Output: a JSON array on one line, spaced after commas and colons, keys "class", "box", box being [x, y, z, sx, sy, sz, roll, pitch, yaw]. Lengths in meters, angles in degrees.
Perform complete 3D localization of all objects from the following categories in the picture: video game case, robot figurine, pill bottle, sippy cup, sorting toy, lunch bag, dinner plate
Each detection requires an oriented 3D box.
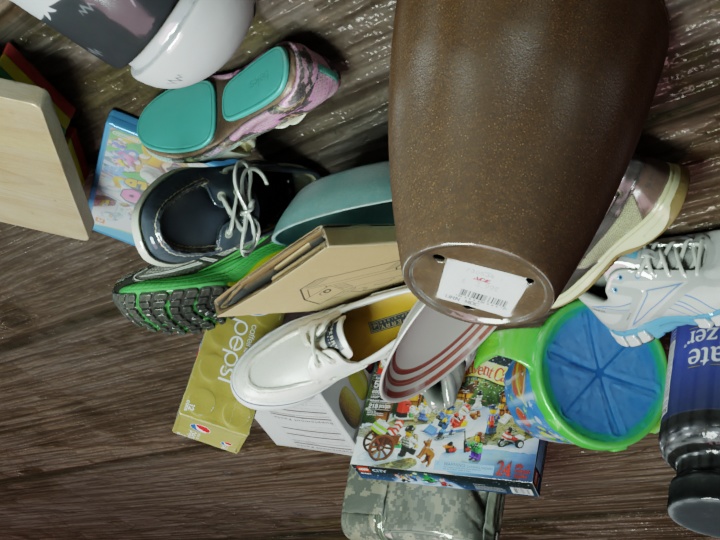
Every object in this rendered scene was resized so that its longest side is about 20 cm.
[{"class": "video game case", "box": [-0.180, -0.066, 1.038, 0.141, 0.018, 0.200, 21, 151, -10]}, {"class": "robot figurine", "box": [-0.154, -0.202, 0.686, 0.199, 0.151, 0.125, 31, 106, -26]}, {"class": "pill bottle", "box": [0.305, 0.109, 0.912, 0.110, 0.203, 0.112, 12, 151, 7]}, {"class": "sippy cup", "box": [0.201, 0.106, 1.047, 0.179, 0.139, 0.130, 54, 160, 3]}, {"class": "sorting toy", "box": [-0.333, -0.126, 0.956, 0.197, 0.070, 0.200, 13, 151, 6]}, {"class": "lunch bag", "box": [0.087, 0.225, 1.224, 0.166, 0.203, 0.139, -10, 144, 40]}, {"class": "dinner plate", "box": [0.083, 0.029, 0.922, 0.024, 0.200, 0.201, 42, 159, 21]}]

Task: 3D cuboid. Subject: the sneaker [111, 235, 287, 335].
[{"class": "sneaker", "box": [-0.124, -0.005, 0.983, 0.197, 0.086, 0.078, -17, 151, -12]}]

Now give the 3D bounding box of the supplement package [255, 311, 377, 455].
[{"class": "supplement package", "box": [-0.059, 0.101, 1.169, 0.108, 0.115, 0.201, 4, 151, 21]}]

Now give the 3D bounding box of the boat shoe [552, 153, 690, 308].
[{"class": "boat shoe", "box": [0.177, -0.035, 0.872, 0.064, 0.074, 0.200, 30, 144, -8]}]

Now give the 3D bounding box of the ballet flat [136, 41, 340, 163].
[{"class": "ballet flat", "box": [-0.092, -0.121, 0.861, 0.198, 0.070, 0.071, -15, 159, 43]}]

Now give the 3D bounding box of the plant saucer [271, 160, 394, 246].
[{"class": "plant saucer", "box": [0.026, -0.055, 0.867, 0.196, 0.037, 0.200, -9, 174, -1]}]

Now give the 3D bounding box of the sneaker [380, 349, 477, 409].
[{"class": "sneaker", "box": [0.040, 0.067, 1.099, 0.199, 0.082, 0.075, 37, 146, -31]}]

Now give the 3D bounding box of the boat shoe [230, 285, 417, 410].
[{"class": "boat shoe", "box": [-0.022, 0.063, 0.955, 0.197, 0.072, 0.070, -19, 165, -1]}]

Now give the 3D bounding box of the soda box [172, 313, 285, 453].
[{"class": "soda box", "box": [-0.111, 0.060, 1.033, 0.067, 0.203, 0.064, 19, 154, -7]}]

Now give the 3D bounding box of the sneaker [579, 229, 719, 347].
[{"class": "sneaker", "box": [0.244, 0.003, 0.898, 0.086, 0.076, 0.200, 32, 147, -17]}]

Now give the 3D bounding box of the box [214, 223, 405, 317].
[{"class": "box", "box": [0.000, 0.000, 0.930, 0.198, 0.022, 0.163, -4, 161, -41]}]

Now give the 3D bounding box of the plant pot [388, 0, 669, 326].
[{"class": "plant pot", "box": [0.092, -0.075, 0.700, 0.184, 0.203, 0.188, 11, 152, 6]}]

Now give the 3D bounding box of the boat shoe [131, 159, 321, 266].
[{"class": "boat shoe", "box": [-0.099, -0.049, 0.878, 0.061, 0.076, 0.199, -2, -172, 31]}]

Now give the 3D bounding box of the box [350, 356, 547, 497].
[{"class": "box", "box": [0.099, 0.156, 1.162, 0.197, 0.138, 0.038, 1, 149, 24]}]
